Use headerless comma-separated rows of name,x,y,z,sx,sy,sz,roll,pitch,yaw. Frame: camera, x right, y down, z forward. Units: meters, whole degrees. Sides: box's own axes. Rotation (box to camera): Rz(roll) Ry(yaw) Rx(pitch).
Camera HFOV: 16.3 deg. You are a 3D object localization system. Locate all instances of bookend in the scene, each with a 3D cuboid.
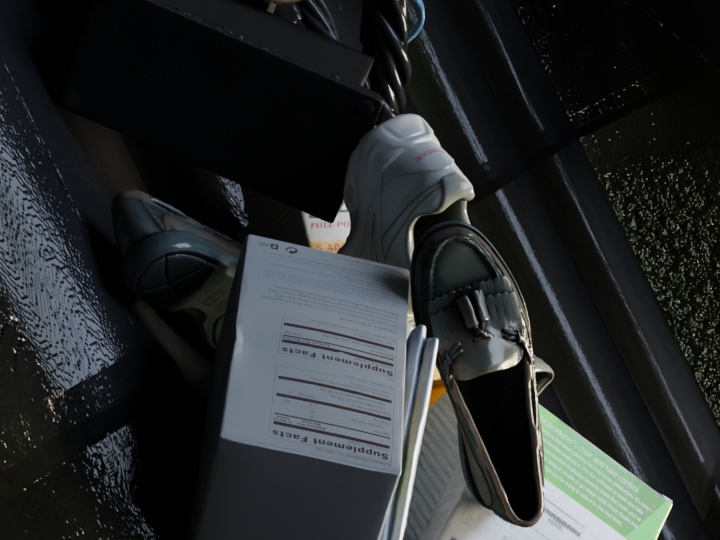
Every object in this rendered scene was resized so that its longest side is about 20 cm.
bookend,-0.081,-0.138,1.710,0.198,0.093,0.200,23,19,-1

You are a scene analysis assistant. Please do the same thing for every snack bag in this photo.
snack bag,0.015,0.148,1.599,0.200,0.021,0.190,114,-13,-73

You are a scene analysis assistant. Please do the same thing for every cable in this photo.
cable,-0.010,-0.189,1.754,0.201,0.051,0.163,61,-31,19

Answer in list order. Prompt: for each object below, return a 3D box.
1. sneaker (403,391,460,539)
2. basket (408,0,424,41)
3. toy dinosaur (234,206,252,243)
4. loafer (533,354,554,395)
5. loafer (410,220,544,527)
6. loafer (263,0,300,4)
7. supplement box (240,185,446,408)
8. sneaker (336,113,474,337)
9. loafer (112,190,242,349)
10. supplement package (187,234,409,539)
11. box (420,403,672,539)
sneaker,0.064,0.168,1.712,0.082,0.074,0.201,42,62,-35
basket,-0.072,-0.211,1.912,0.200,0.176,0.139,49,13,-13
toy dinosaur,-0.027,0.001,1.894,0.136,0.102,0.200,51,32,16
loafer,0.078,0.117,1.936,0.200,0.069,0.070,-45,144,-39
loafer,0.084,0.067,1.576,0.063,0.071,0.201,-127,-160,-68
loafer,-0.121,-0.241,1.691,0.199,0.069,0.076,17,19,-9
supplement box,0.000,0.000,1.783,0.125,0.073,0.201,-2,67,-33
sneaker,0.030,0.004,1.632,0.099,0.078,0.201,45,-37,38
loafer,-0.097,-0.001,1.648,0.200,0.072,0.063,36,23,-59
supplement package,-0.036,0.089,1.529,0.201,0.109,0.114,-86,-170,-53
box,0.108,0.198,1.653,0.144,0.036,0.201,37,64,-14
